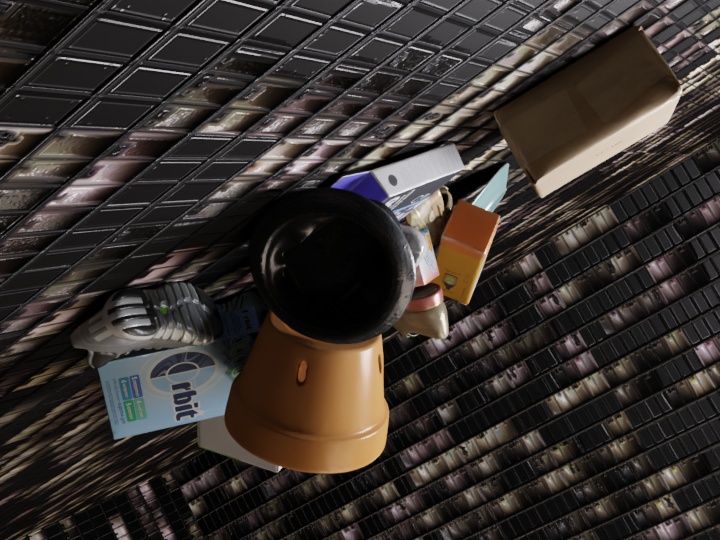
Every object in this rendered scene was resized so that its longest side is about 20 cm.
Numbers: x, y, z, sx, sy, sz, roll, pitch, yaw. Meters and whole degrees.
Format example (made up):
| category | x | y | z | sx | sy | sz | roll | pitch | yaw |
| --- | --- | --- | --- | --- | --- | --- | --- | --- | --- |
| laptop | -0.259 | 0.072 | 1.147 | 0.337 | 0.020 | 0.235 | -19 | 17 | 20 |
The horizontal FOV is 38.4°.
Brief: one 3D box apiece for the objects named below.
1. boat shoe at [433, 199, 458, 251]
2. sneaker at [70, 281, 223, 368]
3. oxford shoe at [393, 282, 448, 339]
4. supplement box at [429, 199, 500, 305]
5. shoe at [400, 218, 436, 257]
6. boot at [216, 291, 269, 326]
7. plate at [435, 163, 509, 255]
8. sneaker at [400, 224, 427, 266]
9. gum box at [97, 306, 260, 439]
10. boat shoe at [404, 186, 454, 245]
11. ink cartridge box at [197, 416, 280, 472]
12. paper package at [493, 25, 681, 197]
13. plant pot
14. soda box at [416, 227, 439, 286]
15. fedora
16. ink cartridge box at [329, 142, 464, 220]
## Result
| category | x | y | z | sx | sy | sz | roll | pitch | yaw |
| --- | --- | --- | --- | --- | --- | --- | --- | --- | --- |
| boat shoe | 0.094 | -0.040 | 1.604 | 0.068 | 0.085 | 0.200 | -8 | 161 | -42 |
| sneaker | -0.251 | 0.066 | 1.171 | 0.115 | 0.076 | 0.200 | -27 | 163 | 23 |
| oxford shoe | 0.048 | 0.058 | 1.403 | 0.070 | 0.075 | 0.200 | -26 | -164 | -24 |
| supplement box | 0.144 | -0.021 | 1.457 | 0.200 | 0.066 | 0.069 | 97 | 16 | -66 |
| shoe | 0.011 | -0.007 | 1.497 | 0.199 | 0.091 | 0.071 | -28 | 172 | -5 |
| boot | -0.233 | 0.111 | 1.435 | 0.168 | 0.077 | 0.200 | -38 | 174 | 30 |
| plate | 0.176 | -0.079 | 1.601 | 0.201 | 0.026 | 0.200 | -52 | 172 | -11 |
| sneaker | 0.015 | -0.018 | 1.265 | 0.199 | 0.078 | 0.099 | -21 | -174 | 45 |
| gum box | -0.225 | 0.130 | 1.301 | 0.198 | 0.045 | 0.171 | -11 | 141 | -13 |
| boat shoe | 0.101 | -0.081 | 1.427 | 0.064 | 0.072 | 0.200 | -29 | 171 | 9 |
| ink cartridge box | -0.142 | 0.211 | 1.614 | 0.144 | 0.085 | 0.200 | 13 | -152 | 21 |
| paper package | 0.279 | -0.189 | 1.277 | 0.199 | 0.104 | 0.191 | -31 | 171 | 10 |
| plant pot | -0.054 | 0.126 | 1.226 | 0.200 | 0.199 | 0.141 | -18 | 125 | -53 |
| soda box | 0.000 | 0.000 | 1.372 | 0.199 | 0.069 | 0.064 | -13 | -173 | 25 |
| fedora | -0.021 | -0.017 | 1.128 | 0.200 | 0.201 | 0.092 | -35 | -172 | 36 |
| ink cartridge box | 0.000 | -0.072 | 1.243 | 0.199 | 0.044 | 0.198 | -21 | 169 | -42 |
